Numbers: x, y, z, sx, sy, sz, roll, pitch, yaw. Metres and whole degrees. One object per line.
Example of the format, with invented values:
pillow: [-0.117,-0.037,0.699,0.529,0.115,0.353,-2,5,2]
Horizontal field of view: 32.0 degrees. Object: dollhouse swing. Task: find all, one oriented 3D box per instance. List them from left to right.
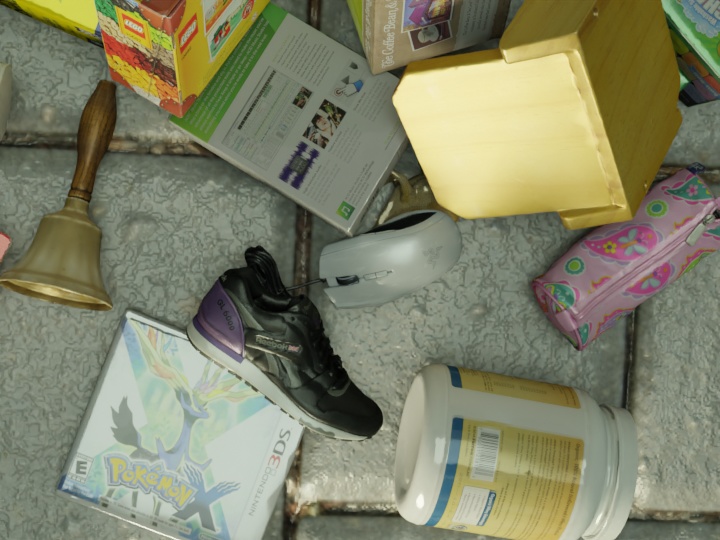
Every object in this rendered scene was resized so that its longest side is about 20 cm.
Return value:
dollhouse swing: [0.156,-0.158,1.097,0.183,0.174,0.201,-56,136,-29]

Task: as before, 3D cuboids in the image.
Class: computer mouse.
computer mouse: [0.000,0.000,1.154,0.197,0.044,0.111,-20,109,3]

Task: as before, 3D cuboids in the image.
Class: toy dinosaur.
toy dinosaur: [0.074,-0.087,1.185,0.198,0.058,0.102,-24,110,3]

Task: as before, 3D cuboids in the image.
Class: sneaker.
sneaker: [-0.054,0.074,1.124,0.198,0.076,0.088,32,109,-6]

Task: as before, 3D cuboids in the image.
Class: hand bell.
hand bell: [-0.253,-0.075,1.133,0.102,0.104,0.203,12,79,-7]

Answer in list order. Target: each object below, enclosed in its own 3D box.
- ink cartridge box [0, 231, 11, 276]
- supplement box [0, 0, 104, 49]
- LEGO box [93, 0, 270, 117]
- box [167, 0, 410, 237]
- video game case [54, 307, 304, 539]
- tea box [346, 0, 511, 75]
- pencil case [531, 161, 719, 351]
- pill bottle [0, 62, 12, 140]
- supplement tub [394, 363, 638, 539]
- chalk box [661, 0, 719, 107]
ink cartridge box: [-0.399,0.034,1.117,0.115,0.067,0.202,29,89,-8]
supplement box: [-0.287,-0.283,1.097,0.197,0.109,0.111,22,90,-7]
LEGO box: [-0.133,-0.255,1.060,0.076,0.149,0.201,29,66,10]
box: [-0.054,-0.143,1.138,0.198,0.036,0.145,32,84,7]
video game case: [-0.160,0.157,1.174,0.197,0.022,0.185,22,89,-7]
tea box: [0.042,-0.309,1.062,0.132,0.200,0.200,-16,73,-6]
pencil case: [0.259,-0.012,1.186,0.199,0.087,0.088,-35,96,-3]
pill bottle: [-0.407,-0.162,1.087,0.197,0.111,0.113,10,91,-7]
supplement tub: [0.139,0.171,1.148,0.197,0.145,0.147,10,91,-7]
chalk box: [0.323,-0.237,1.164,0.125,0.124,0.200,45,87,-6]
